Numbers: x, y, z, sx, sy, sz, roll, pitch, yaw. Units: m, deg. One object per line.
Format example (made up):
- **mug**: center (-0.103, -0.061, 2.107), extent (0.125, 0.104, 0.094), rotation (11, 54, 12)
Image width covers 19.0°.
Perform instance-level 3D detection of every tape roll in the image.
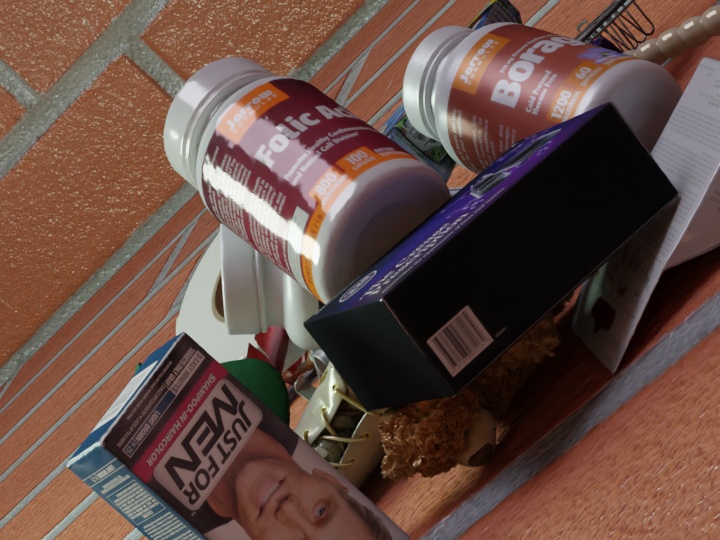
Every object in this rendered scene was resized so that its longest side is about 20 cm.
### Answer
- **tape roll**: center (-0.074, 0.005, 1.760), extent (0.202, 0.037, 0.204), rotation (-36, 33, 28)

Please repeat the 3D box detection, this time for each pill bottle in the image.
- **pill bottle**: center (0.124, -0.112, 1.516), extent (0.199, 0.112, 0.112), rotation (23, 67, 46)
- **pill bottle**: center (-0.039, -0.061, 1.453), extent (0.114, 0.114, 0.200), rotation (-48, 50, -6)
- **pill bottle**: center (0.000, 0.000, 1.554), extent (0.198, 0.112, 0.111), rotation (-3, 14, 0)

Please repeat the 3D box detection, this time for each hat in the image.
- **hat**: center (-0.057, 0.097, 1.592), extent (0.175, 0.201, 0.166), rotation (-28, 7, -4)

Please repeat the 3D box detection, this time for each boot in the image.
- **boot**: center (-0.020, 0.121, 1.491), extent (0.155, 0.072, 0.200), rotation (-53, -10, -21)

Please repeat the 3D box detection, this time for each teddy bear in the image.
- **teddy bear**: center (0.083, 0.069, 1.406), extent (0.145, 0.067, 0.200), rotation (-38, 6, 23)

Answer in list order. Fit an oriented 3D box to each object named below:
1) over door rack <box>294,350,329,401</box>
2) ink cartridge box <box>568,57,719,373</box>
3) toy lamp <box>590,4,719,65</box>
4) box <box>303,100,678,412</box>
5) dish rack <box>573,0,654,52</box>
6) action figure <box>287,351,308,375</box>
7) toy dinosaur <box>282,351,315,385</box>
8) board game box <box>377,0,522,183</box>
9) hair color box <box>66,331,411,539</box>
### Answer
- **over door rack**: center (0.020, 0.045, 1.739), extent (0.148, 0.066, 0.200), rotation (-49, -3, -12)
- **ink cartridge box**: center (0.206, -0.032, 1.353), extent (0.201, 0.047, 0.160), rotation (-64, 9, 7)
- **toy lamp**: center (0.229, -0.166, 1.549), extent (0.199, 0.058, 0.058), rotation (-28, 18, 28)
- **box**: center (0.078, -0.006, 1.331), extent (0.200, 0.079, 0.141), rotation (-40, 5, -22)
- **dish rack**: center (0.175, -0.162, 1.755), extent (0.153, 0.055, 0.200), rotation (-46, 0, -24)
- **action figure**: center (-0.059, 0.056, 1.778), extent (0.200, 0.052, 0.065), rotation (-47, 4, 16)
- **toy dinosaur**: center (-0.129, 0.129, 1.970), extent (0.201, 0.086, 0.135), rotation (-55, 18, -8)
- **board game box**: center (0.055, -0.106, 1.700), extent (0.200, 0.062, 0.200), rotation (-48, 6, 23)
- **hair color box**: center (-0.074, 0.145, 1.345), extent (0.060, 0.200, 0.100), rotation (-32, 18, 55)
